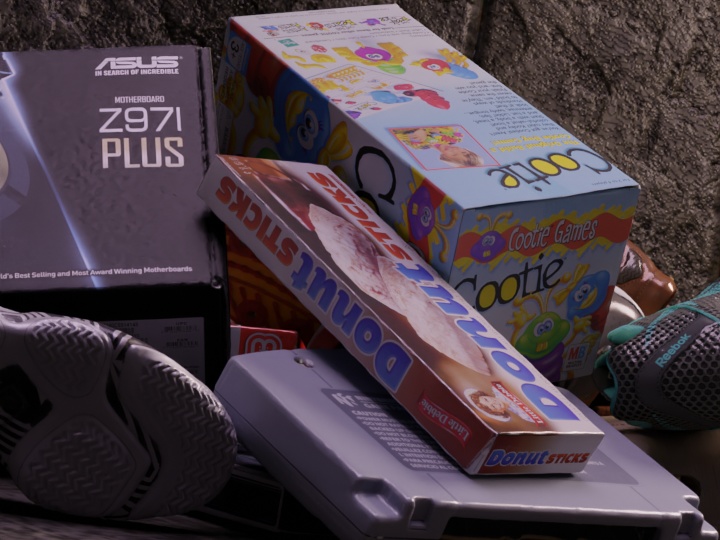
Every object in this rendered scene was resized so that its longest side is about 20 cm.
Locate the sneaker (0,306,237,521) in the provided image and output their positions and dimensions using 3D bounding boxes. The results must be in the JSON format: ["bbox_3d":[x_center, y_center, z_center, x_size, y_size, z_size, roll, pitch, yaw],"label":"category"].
[{"bbox_3d":[-0.148,0.037,1.047,0.200,0.075,0.115,17,9,-13],"label":"sneaker"}]

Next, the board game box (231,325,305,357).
[{"bbox_3d":[-0.102,0.055,1.305,0.151,0.046,0.200,5,-6,1],"label":"board game box"}]

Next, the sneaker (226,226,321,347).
[{"bbox_3d":[0.000,0.000,1.346,0.200,0.073,0.077,12,33,-10],"label":"sneaker"}]

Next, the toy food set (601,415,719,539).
[{"bbox_3d":[0.129,0.106,1.289,0.143,0.061,0.200,-3,0,-3],"label":"toy food set"}]

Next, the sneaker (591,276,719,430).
[{"bbox_3d":[0.155,0.040,1.246,0.091,0.078,0.200,-6,-1,7],"label":"sneaker"}]

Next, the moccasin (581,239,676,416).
[{"bbox_3d":[0.136,0.057,1.427,0.078,0.202,0.074,31,52,17],"label":"moccasin"}]

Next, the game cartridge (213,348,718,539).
[{"bbox_3d":[0.040,0.079,1.082,0.200,0.041,0.133,8,26,-41],"label":"game cartridge"}]

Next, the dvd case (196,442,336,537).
[{"bbox_3d":[-0.035,0.093,1.158,0.150,0.025,0.200,9,1,-39],"label":"dvd case"}]

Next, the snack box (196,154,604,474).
[{"bbox_3d":[0.014,0.017,1.099,0.072,0.024,0.200,4,32,-48],"label":"snack box"}]

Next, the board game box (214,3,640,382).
[{"bbox_3d":[0.022,-0.036,1.231,0.105,0.103,0.200,-8,33,-34],"label":"board game box"}]

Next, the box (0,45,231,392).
[{"bbox_3d":[-0.162,-0.017,1.184,0.200,0.086,0.164,-2,44,-4],"label":"box"}]

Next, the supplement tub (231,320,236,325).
[{"bbox_3d":[-0.168,-0.011,1.460,0.200,0.141,0.140,-7,0,5],"label":"supplement tub"}]

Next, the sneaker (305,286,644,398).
[{"bbox_3d":[0.070,0.054,1.269,0.200,0.077,0.082,-8,26,-33],"label":"sneaker"}]
